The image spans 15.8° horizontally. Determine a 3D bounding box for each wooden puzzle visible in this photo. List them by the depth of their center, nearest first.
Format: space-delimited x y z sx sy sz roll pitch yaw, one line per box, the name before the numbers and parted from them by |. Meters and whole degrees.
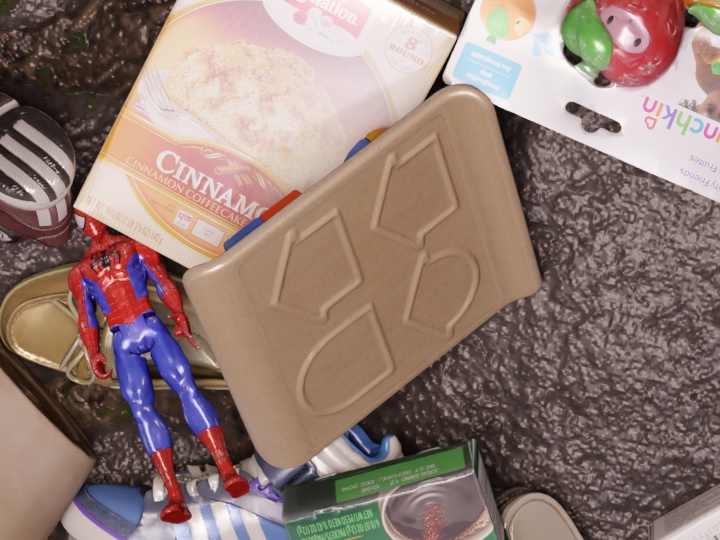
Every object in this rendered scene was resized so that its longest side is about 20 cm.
wooden puzzle | 0.000 0.000 1.483 0.199 0.046 0.186 -34 139 -12

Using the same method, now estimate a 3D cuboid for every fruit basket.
fruit basket | 0.167 -0.162 1.443 0.184 0.094 0.201 24 89 0

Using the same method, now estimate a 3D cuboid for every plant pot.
plant pot | -0.260 0.130 1.562 0.173 0.200 0.200 -43 98 -1

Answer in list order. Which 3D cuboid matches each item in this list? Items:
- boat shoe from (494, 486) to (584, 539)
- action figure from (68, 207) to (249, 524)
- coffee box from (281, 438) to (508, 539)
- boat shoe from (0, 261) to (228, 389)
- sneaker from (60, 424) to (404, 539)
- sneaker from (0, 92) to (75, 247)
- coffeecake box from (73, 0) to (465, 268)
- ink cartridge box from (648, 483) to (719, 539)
boat shoe | 0.134 0.217 1.600 0.067 0.057 0.201 -36 106 -21
action figure | -0.127 0.045 1.519 0.065 0.052 0.201 -26 71 5
coffee box | 0.040 0.205 1.540 0.122 0.044 0.201 -14 116 7
boat shoe | -0.125 0.040 1.568 0.199 0.063 0.074 8 107 5
sneaker | -0.070 0.123 1.582 0.199 0.081 0.147 19 102 3
sneaker | -0.245 -0.077 1.548 0.076 0.116 0.200 -41 66 -19
coffeecake box | -0.053 -0.095 1.513 0.153 0.073 0.201 28 107 -3
ink cartridge box | 0.303 0.183 1.568 0.199 0.044 0.174 -31 101 14
